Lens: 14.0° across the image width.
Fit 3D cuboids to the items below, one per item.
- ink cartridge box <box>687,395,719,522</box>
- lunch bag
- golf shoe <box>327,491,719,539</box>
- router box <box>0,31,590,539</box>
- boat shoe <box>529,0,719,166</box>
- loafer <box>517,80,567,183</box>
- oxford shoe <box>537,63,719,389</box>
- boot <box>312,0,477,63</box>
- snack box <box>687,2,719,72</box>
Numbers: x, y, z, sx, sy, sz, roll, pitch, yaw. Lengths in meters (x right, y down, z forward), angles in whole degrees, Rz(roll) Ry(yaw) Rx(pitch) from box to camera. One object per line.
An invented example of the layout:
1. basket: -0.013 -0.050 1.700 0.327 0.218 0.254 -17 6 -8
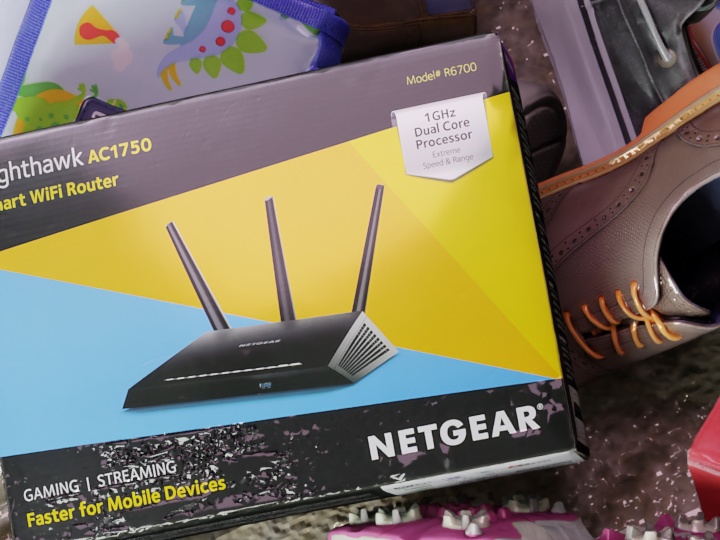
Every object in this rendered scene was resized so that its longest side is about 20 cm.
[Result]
1. ink cartridge box: 0.234 0.060 0.978 0.200 0.084 0.144 19 61 30
2. lunch bag: -0.118 -0.045 1.138 0.200 0.127 0.170 18 84 24
3. golf shoe: 0.064 0.124 0.996 0.200 0.075 0.092 4 97 46
4. router box: -0.032 0.012 1.026 0.200 0.051 0.149 -12 80 9
5. boat shoe: 0.105 -0.096 1.104 0.071 0.072 0.200 -17 94 13
6. loafer: 0.000 0.000 1.114 0.063 0.072 0.200 26 64 32
7. oxford shoe: 0.089 0.003 1.045 0.200 0.071 0.073 -42 24 18
8. boot: -0.014 -0.148 1.252 0.097 0.075 0.200 -2 45 -10
9. snack box: 0.126 -0.140 1.208 0.072 0.024 0.200 -15 50 6
